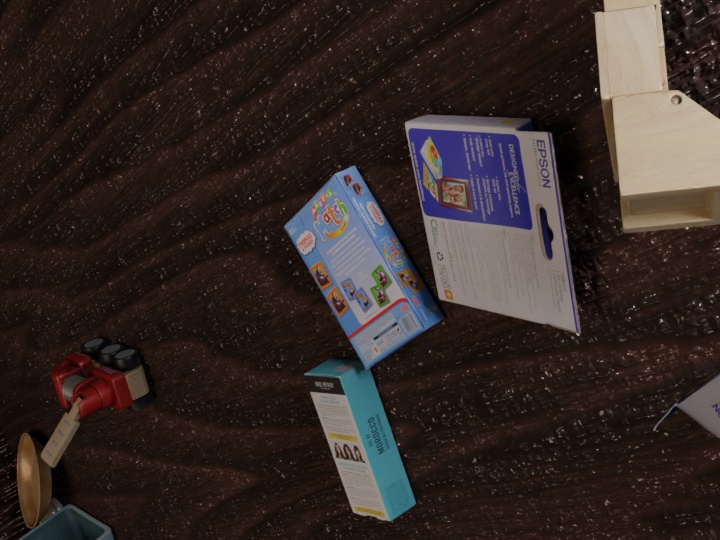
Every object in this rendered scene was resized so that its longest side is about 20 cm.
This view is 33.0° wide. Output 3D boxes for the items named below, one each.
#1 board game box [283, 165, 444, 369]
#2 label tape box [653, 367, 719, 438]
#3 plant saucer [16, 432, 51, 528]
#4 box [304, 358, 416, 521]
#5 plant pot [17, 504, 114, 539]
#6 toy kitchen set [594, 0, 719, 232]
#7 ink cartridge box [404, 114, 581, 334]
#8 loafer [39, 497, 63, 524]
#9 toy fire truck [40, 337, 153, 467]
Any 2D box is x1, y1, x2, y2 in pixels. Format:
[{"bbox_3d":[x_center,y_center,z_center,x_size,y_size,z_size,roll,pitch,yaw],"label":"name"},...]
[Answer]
[{"bbox_3d":[0.000,0.000,1.411,0.201,0.036,0.151,59,146,5],"label":"board game box"},{"bbox_3d":[0.331,0.071,0.918,0.066,0.143,0.200,53,145,14],"label":"label tape box"},{"bbox_3d":[-0.693,0.447,2.599,0.200,0.035,0.203,4,95,61],"label":"plant saucer"},{"bbox_3d":[0.000,0.213,1.543,0.082,0.049,0.202,-2,111,53],"label":"box"},{"bbox_3d":[-0.601,0.643,2.524,0.195,0.196,0.202,11,128,49],"label":"plant pot"},{"bbox_3d":[0.278,-0.130,0.939,0.163,0.178,0.202,51,-145,-68],"label":"toy kitchen set"},{"bbox_3d":[0.138,-0.051,1.188,0.199,0.047,0.200,11,119,48],"label":"ink cartridge box"},{"bbox_3d":[-0.692,0.586,2.704,0.075,0.069,0.201,38,139,32],"label":"loafer"},{"bbox_3d":[-0.469,0.220,2.041,0.175,0.199,0.130,11,120,49],"label":"toy fire truck"}]
